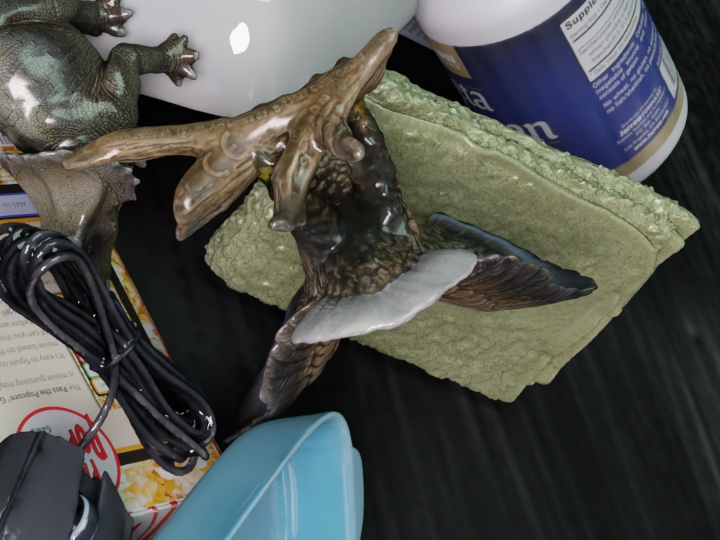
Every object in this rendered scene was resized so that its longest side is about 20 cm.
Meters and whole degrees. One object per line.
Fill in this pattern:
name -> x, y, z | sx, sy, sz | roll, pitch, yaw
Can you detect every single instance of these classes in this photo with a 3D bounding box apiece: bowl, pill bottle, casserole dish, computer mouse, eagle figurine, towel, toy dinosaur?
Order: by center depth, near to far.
computer mouse -> -0.121, 0.081, 0.610 | 0.200, 0.046, 0.141 | -56, 129, -32
casserole dish -> -0.052, 0.132, 0.672 | 0.039, 0.122, 0.200 | 11, 33, 20
eagle figurine -> 0.002, -0.006, 0.722 | 0.151, 0.200, 0.151 | 16, 62, 27
toy dinosaur -> -0.132, -0.084, 0.739 | 0.201, 0.077, 0.102 | 54, 30, 9
towel -> 0.041, -0.013, 0.857 | 0.199, 0.149, 0.037 | 21, 41, -24
bowl -> -0.081, -0.158, 0.865 | 0.199, 0.075, 0.200 | 19, 32, 18
pill bottle -> 0.091, -0.138, 0.986 | 0.200, 0.110, 0.112 | 54, 26, -39

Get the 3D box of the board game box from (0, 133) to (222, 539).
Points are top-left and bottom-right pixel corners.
board game box -> -0.154, 0.024, 0.717 | 0.151, 0.046, 0.201 | -7, 61, -47

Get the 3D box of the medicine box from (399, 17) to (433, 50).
medicine box -> 0.018, -0.244, 1.084 | 0.199, 0.103, 0.183 | 22, 43, -27
